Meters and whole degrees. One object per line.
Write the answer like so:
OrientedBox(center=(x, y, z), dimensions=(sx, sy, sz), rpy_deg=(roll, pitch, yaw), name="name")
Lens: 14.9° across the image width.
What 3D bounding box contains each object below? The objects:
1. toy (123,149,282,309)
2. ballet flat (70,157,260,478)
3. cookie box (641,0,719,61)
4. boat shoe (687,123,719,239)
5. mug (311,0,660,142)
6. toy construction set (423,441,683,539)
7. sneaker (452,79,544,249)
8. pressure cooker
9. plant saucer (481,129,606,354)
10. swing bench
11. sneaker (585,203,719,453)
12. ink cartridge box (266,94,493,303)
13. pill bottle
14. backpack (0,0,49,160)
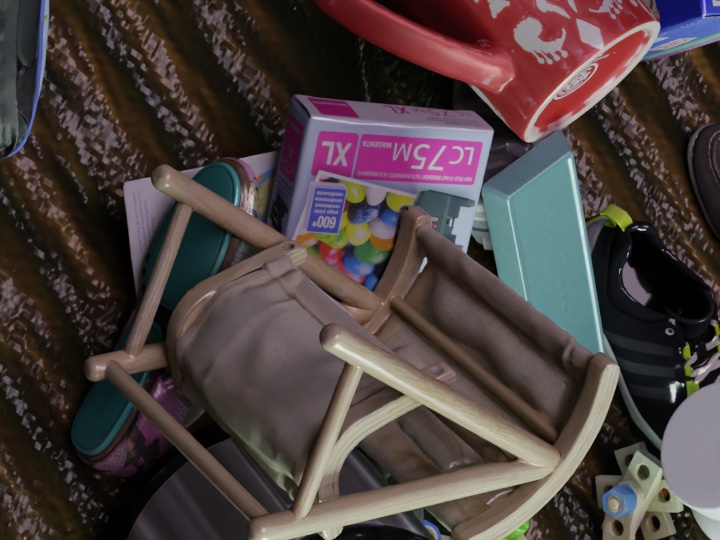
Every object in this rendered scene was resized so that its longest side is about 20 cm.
OrientedBox(center=(-0.044, -0.024, 1.645), dimensions=(0.200, 0.047, 0.115), rpy_deg=(-12, 112, -15), name="toy")
OrientedBox(center=(-0.097, 0.030, 1.585), dimensions=(0.071, 0.069, 0.200), rpy_deg=(18, 101, -42), name="ballet flat")
OrientedBox(center=(0.189, -0.241, 1.739), dimensions=(0.075, 0.171, 0.201), rpy_deg=(-3, 86, -26), name="cookie box")
OrientedBox(center=(0.286, -0.012, 1.829), dimensions=(0.067, 0.057, 0.200), rpy_deg=(-32, 100, -28), name="boat shoe")
OrientedBox(center=(0.058, -0.172, 1.646), dimensions=(0.177, 0.133, 0.200), rpy_deg=(-38, 78, -12), name="mug")
OrientedBox(center=(0.124, 0.186, 1.705), dimensions=(0.200, 0.092, 0.131), rpy_deg=(-20, 69, -37), name="toy construction set")
OrientedBox(center=(0.089, -0.105, 1.734), dimensions=(0.075, 0.082, 0.200), rpy_deg=(12, 59, 13), name="sneaker")
OrientedBox(center=(-0.043, 0.177, 1.550), dimensions=(0.176, 0.200, 0.179), rpy_deg=(36, 96, -37), name="pressure cooker")
OrientedBox(center=(0.118, 0.012, 1.699), dimensions=(0.070, 0.019, 0.200), rpy_deg=(-36, 134, -27), name="plant saucer")
OrientedBox(center=(-0.006, 0.052, 1.484), dimensions=(0.200, 0.199, 0.130), rpy_deg=(9, 110, -38), name="swing bench")
OrientedBox(center=(0.198, 0.048, 1.758), dimensions=(0.072, 0.083, 0.200), rpy_deg=(-42, 104, -26), name="sneaker")
OrientedBox(center=(0.000, 0.000, 1.622), dimensions=(0.119, 0.042, 0.200), rpy_deg=(3, 114, -23), name="ink cartridge box")
OrientedBox(center=(0.275, 0.137, 1.739), dimensions=(0.200, 0.111, 0.111), rpy_deg=(28, 70, -47), name="pill bottle")
OrientedBox(center=(-0.260, -0.170, 1.475), dimensions=(0.183, 0.147, 0.200), rpy_deg=(5, 109, -23), name="backpack")
